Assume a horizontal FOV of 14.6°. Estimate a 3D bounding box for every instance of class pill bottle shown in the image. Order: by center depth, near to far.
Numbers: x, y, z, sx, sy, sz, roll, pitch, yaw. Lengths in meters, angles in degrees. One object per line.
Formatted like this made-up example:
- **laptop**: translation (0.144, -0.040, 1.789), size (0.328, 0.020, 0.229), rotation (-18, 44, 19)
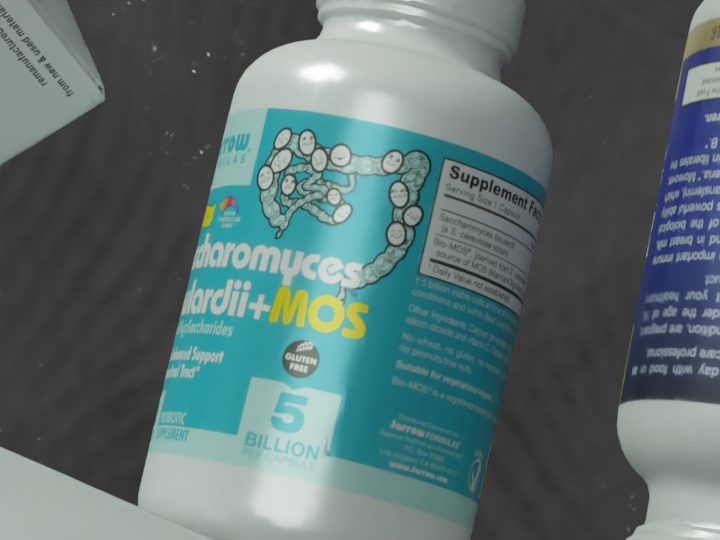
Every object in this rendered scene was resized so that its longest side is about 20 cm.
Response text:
- **pill bottle**: translation (0.144, 0.018, 0.890), size (0.115, 0.116, 0.202), rotation (9, 80, 14)
- **pill bottle**: translation (0.000, 0.000, 0.928), size (0.110, 0.111, 0.202), rotation (10, 81, 14)

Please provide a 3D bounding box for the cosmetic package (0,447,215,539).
- **cosmetic package**: translation (-0.051, 0.127, 0.887), size (0.199, 0.101, 0.072), rotation (23, 75, -3)

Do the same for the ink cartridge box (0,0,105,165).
- **ink cartridge box**: translation (-0.208, -0.076, 0.979), size (0.199, 0.084, 0.146), rotation (-31, 49, 6)
